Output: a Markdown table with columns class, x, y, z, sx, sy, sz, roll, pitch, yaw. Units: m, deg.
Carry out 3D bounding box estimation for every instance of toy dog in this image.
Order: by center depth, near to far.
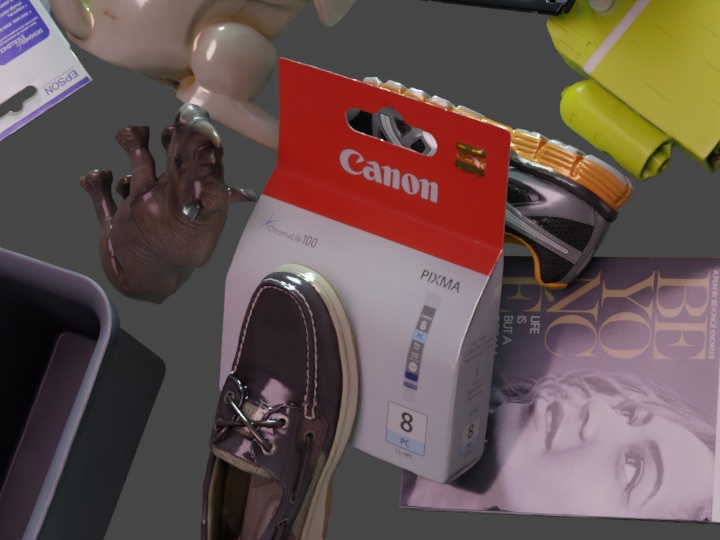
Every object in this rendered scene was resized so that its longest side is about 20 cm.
| class | x | y | z | sx | sy | sz | roll | pitch | yaw |
| --- | --- | --- | --- | --- | --- | --- | --- | --- | --- |
| toy dog | -0.079 | -0.199 | 1.278 | 0.200 | 0.194 | 0.140 | -61 | 30 | 4 |

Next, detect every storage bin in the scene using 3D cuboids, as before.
| class | x | y | z | sx | sy | sz | roll | pitch | yaw |
| --- | --- | --- | --- | --- | --- | --- | --- | --- | --- |
| storage bin | -0.204 | 0.100 | 1.281 | 0.145 | 0.134 | 0.201 | 17 | 82 | 22 |

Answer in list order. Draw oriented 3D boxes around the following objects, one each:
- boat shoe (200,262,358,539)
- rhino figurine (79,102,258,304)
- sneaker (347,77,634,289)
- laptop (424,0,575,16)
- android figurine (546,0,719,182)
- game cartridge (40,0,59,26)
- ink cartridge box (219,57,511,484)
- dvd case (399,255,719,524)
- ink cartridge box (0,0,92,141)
| class | x | y | z | sx | sy | sz | roll | pitch | yaw |
| --- | --- | --- | --- | --- | --- | --- | --- | --- | --- |
| boat shoe | -0.051 | 0.096 | 1.222 | 0.072 | 0.065 | 0.201 | 25 | 117 | 32 |
| rhino figurine | -0.108 | -0.040 | 1.269 | 0.060 | 0.200 | 0.088 | -12 | 78 | -25 |
| sneaker | 0.054 | -0.053 | 1.260 | 0.200 | 0.078 | 0.077 | 23 | 93 | 29 |
| laptop | 0.100 | -0.246 | 1.251 | 0.199 | 0.103 | 0.178 | 12 | 74 | 34 |
| android figurine | 0.189 | -0.142 | 1.259 | 0.200 | 0.041 | 0.182 | 42 | 92 | 21 |
| game cartridge | -0.254 | -0.228 | 1.416 | 0.133 | 0.041 | 0.201 | -6 | 76 | -3 |
| ink cartridge box | 0.000 | 0.000 | 1.218 | 0.160 | 0.047 | 0.201 | 21 | 121 | 31 |
| dvd case | 0.123 | 0.065 | 1.242 | 0.199 | 0.016 | 0.149 | 1 | 77 | 19 |
| ink cartridge box | -0.255 | -0.162 | 1.363 | 0.099 | 0.039 | 0.200 | -33 | 76 | -6 |
